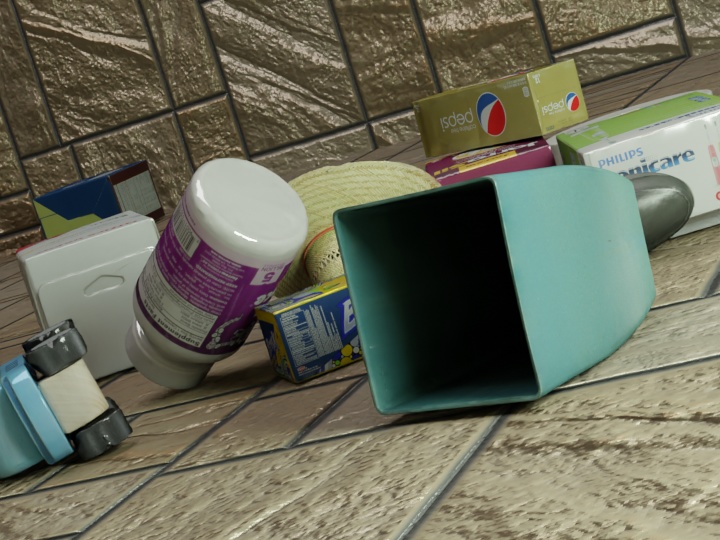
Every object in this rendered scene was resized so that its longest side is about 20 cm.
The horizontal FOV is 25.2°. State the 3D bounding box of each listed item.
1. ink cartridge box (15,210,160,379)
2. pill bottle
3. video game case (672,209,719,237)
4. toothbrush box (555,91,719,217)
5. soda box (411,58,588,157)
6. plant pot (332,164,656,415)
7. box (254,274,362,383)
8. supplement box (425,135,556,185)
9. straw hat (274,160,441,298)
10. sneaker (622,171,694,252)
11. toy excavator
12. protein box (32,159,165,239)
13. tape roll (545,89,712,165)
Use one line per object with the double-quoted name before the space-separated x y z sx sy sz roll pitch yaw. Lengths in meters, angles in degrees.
"ink cartridge box" -0.280 0.027 1.736 0.144 0.146 0.200 -19 8 -12
"pill bottle" -0.132 0.009 1.403 0.112 0.112 0.201 -27 -23 -50
"video game case" 0.273 -0.052 1.505 0.142 0.018 0.200 -16 8 9
"toothbrush box" 0.266 -0.097 1.454 0.144 0.087 0.200 -17 7 2
"soda box" 0.140 -0.165 1.659 0.067 0.065 0.199 -21 7 -33
"plant pot" 0.108 0.002 1.109 0.141 0.142 0.199 -10 4 41
"box" 0.017 0.029 1.364 0.199 0.065 0.070 -20 8 -16
"supplement box" 0.137 -0.070 1.622 0.130 0.104 0.200 -16 9 4
"straw hat" 0.000 0.000 1.445 0.200 0.202 0.085 -18 45 -1
"sneaker" 0.189 -0.015 1.320 0.199 0.076 0.079 -25 22 -2
"toy excavator" -0.306 0.130 1.337 0.199 0.100 0.194 -28 9 -11
"protein box" -0.569 -0.138 3.519 0.197 0.136 0.200 -15 8 20
"tape roll" 0.315 -0.144 1.842 0.201 0.071 0.202 -17 8 2
